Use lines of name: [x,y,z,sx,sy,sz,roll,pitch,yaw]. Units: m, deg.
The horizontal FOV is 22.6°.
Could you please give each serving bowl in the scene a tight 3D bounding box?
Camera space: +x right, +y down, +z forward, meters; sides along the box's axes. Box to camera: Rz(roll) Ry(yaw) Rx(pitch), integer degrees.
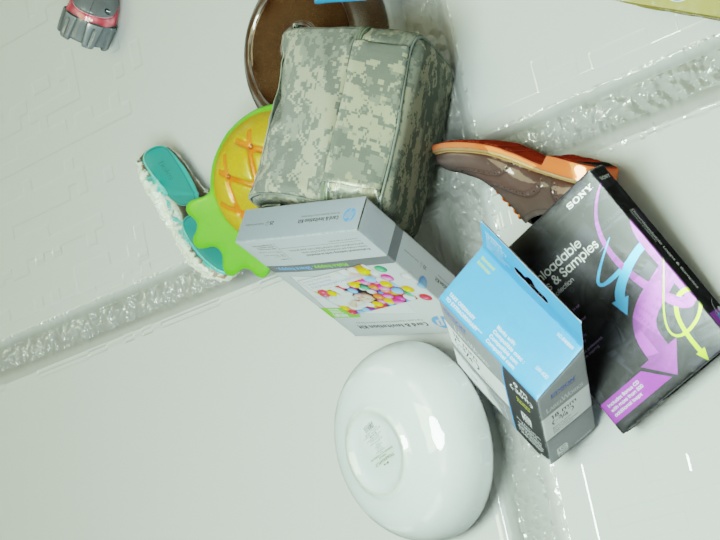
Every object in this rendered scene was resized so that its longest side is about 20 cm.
serving bowl: [0.037,0.171,1.765,0.200,0.066,0.201,12,106,47]

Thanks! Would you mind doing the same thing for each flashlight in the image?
flashlight: [-0.288,-0.357,2.080,0.068,0.068,0.201,36,112,36]

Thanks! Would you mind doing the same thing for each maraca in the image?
maraca: [-0.100,-0.083,1.883,0.137,0.107,0.200,43,113,8]

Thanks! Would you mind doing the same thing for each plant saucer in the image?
plant saucer: [-0.056,-0.235,1.907,0.200,0.032,0.201,-1,89,39]

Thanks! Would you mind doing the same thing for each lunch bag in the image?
lunch bag: [-0.015,-0.140,1.763,0.167,0.139,0.201,9,81,20]

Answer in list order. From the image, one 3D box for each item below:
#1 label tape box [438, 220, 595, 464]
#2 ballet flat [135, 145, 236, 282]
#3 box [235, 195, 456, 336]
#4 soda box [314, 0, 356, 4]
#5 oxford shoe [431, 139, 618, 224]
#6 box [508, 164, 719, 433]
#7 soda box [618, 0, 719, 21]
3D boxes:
label tape box: [0.139,0.068,1.630,0.063,0.200,0.144,-36,59,-11]
ballet flat: [-0.186,-0.054,1.997,0.072,0.072,0.200,-49,58,27]
box: [0.000,0.000,1.746,0.155,0.200,0.041,-4,60,39]
soda box: [-0.021,-0.370,1.788,0.064,0.068,0.201,1,111,31]
oxford shoe: [0.147,-0.082,1.708,0.199,0.071,0.073,16,104,39]
box: [0.227,0.026,1.629,0.143,0.036,0.200,-45,75,30]
soda box: [0.320,-0.249,1.569,0.200,0.068,0.064,18,100,38]
